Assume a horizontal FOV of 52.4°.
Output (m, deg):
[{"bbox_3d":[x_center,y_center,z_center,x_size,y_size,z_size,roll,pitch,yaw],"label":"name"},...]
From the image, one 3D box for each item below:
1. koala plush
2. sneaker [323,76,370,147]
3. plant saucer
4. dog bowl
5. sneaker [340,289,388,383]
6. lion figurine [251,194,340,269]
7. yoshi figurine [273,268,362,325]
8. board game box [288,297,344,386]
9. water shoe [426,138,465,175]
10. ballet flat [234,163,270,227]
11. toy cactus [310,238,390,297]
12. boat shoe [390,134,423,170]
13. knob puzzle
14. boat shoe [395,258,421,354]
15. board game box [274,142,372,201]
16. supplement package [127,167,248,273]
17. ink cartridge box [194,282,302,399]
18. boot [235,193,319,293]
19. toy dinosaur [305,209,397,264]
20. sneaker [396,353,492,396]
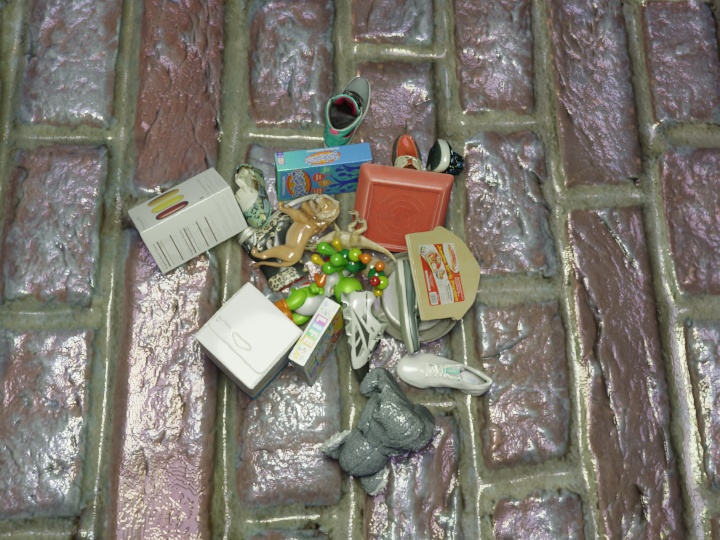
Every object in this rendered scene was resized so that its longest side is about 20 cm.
[{"bbox_3d":[0.030,0.328,1.435,0.200,0.184,0.177,-45,99,6],"label":"koala plush"},{"bbox_3d":[-0.027,-0.369,1.633,0.083,0.121,0.201,21,73,0],"label":"sneaker"},{"bbox_3d":[0.085,-0.117,1.553,0.199,0.201,0.037,7,31,-5],"label":"plant saucer"},{"bbox_3d":[0.114,0.062,1.565,0.199,0.059,0.201,2,75,-6],"label":"dog bowl"},{"bbox_3d":[0.015,0.136,1.488,0.088,0.074,0.201,-6,108,3],"label":"sneaker"},{"bbox_3d":[-0.128,-0.070,1.479,0.122,0.072,0.201,25,86,20],"label":"lion figurine"},{"bbox_3d":[-0.075,0.061,1.525,0.200,0.112,0.112,-37,98,-17],"label":"yoshi figurine"},{"bbox_3d":[-0.083,0.145,1.444,0.034,0.200,0.135,29,74,11],"label":"board game box"},{"bbox_3d":[0.192,-0.242,1.585,0.078,0.200,0.072,10,99,-2],"label":"water shoe"},{"bbox_3d":[-0.234,-0.161,1.533,0.074,0.075,0.200,-10,36,-9],"label":"ballet flat"},{"bbox_3d":[0.000,0.000,1.469,0.199,0.165,0.103,17,95,41],"label":"toy cactus"},{"bbox_3d":[0.108,-0.219,1.639,0.071,0.063,0.201,-1,74,-5],"label":"boat shoe"},{"bbox_3d":[0.175,0.007,1.524,0.219,0.030,0.221,12,71,-38],"label":"knob puzzle"},{"bbox_3d":[0.111,0.071,1.495,0.061,0.073,0.201,-3,69,-7],"label":"boat shoe"},{"bbox_3d":[-0.083,-0.209,1.566,0.199,0.152,0.045,-8,73,-8],"label":"board game box"},{"bbox_3d":[-0.354,-0.105,1.507,0.199,0.110,0.114,-31,40,-14],"label":"supplement package"},{"bbox_3d":[-0.214,0.143,1.430,0.147,0.200,0.146,42,74,5],"label":"ink cartridge box"},{"bbox_3d":[-0.143,-0.059,1.564,0.203,0.073,0.154,-31,84,-12],"label":"boot"},{"bbox_3d":[-0.016,-0.071,1.538,0.199,0.058,0.102,6,119,-5],"label":"toy dinosaur"},{"bbox_3d":[0.176,0.210,1.516,0.199,0.089,0.076,10,75,-4],"label":"sneaker"}]
